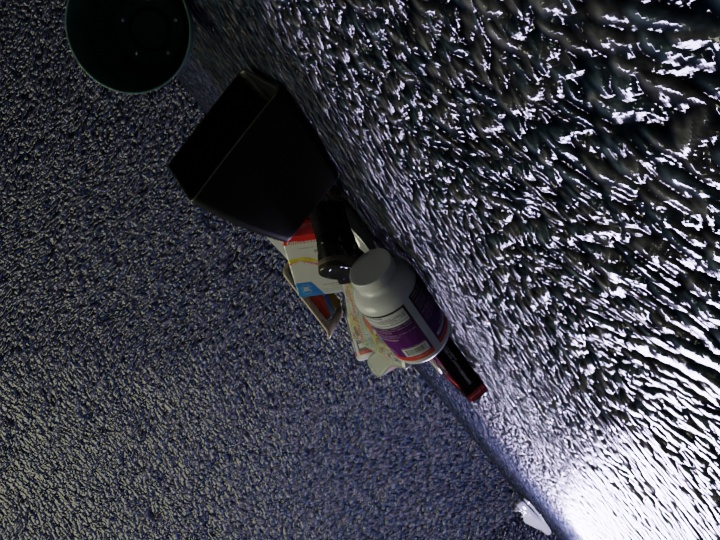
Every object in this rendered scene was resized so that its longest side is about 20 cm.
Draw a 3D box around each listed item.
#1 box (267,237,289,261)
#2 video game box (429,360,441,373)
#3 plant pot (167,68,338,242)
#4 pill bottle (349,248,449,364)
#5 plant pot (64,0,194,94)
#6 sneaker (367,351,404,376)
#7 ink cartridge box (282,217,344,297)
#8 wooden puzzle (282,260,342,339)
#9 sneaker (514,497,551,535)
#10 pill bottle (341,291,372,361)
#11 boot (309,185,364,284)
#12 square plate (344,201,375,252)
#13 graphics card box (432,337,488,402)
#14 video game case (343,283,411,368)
[{"bbox_3d":[-0.123,-0.084,1.692,0.200,0.124,0.098,49,-166,-34],"label":"box"},{"bbox_3d":[0.126,0.132,1.704,0.200,0.047,0.183,49,173,23],"label":"video game box"},{"bbox_3d":[-0.154,-0.161,1.148,0.177,0.201,0.199,39,-178,-32],"label":"plant pot"},{"bbox_3d":[0.062,0.058,1.233,0.201,0.112,0.112,53,174,-37],"label":"pill bottle"},{"bbox_3d":[-0.370,-0.404,1.246,0.201,0.200,0.161,50,-172,-15],"label":"plant pot"},{"bbox_3d":[0.096,0.168,1.636,0.076,0.104,0.200,58,149,5],"label":"sneaker"},{"bbox_3d":[-0.100,-0.047,1.606,0.068,0.114,0.202,-85,-16,-54],"label":"ink cartridge box"},{"bbox_3d":[-0.104,0.049,1.776,0.201,0.037,0.185,58,-166,-7],"label":"wooden puzzle"},{"bbox_3d":[0.798,1.149,3.437,0.200,0.080,0.076,48,174,6],"label":"sneaker"},{"bbox_3d":[0.019,0.113,1.849,0.116,0.114,0.203,89,165,-84],"label":"pill bottle"},{"bbox_3d":[-0.035,-0.059,1.283,0.200,0.072,0.153,14,-120,-68],"label":"boot"},{"bbox_3d":[-0.042,-0.113,1.425,0.199,0.028,0.200,50,176,-7],"label":"square plate"},{"bbox_3d":[0.168,0.166,1.514,0.201,0.051,0.125,54,176,-25],"label":"graphics card box"},{"bbox_3d":[0.029,0.086,1.546,0.181,0.023,0.203,24,132,47],"label":"video game case"}]
